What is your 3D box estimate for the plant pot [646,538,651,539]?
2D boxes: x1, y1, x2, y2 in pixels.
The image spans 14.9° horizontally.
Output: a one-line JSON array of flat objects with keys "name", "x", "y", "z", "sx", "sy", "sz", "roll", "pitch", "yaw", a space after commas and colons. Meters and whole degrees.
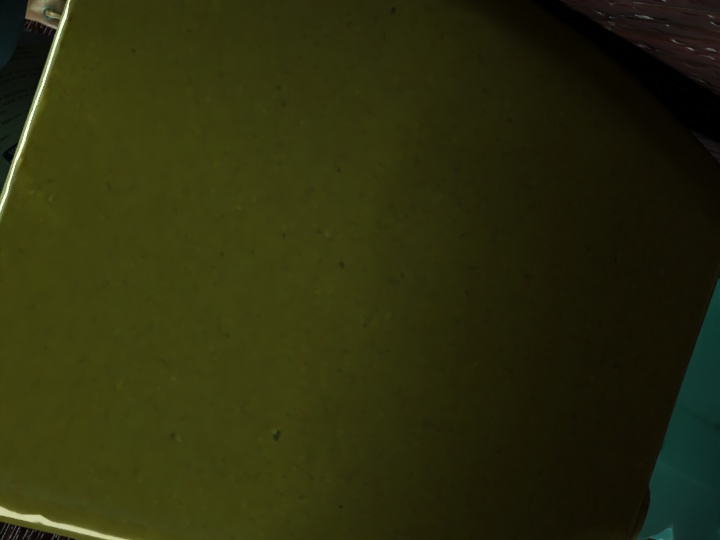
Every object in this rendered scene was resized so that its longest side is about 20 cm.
[{"name": "plant pot", "x": 0.063, "y": 0.035, "z": 1.385, "sx": 0.198, "sy": 0.182, "sz": 0.200, "roll": 28, "pitch": 180, "yaw": -14}]

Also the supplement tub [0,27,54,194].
[{"name": "supplement tub", "x": -0.134, "y": -0.011, "z": 1.151, "sx": 0.145, "sy": 0.145, "sz": 0.200, "roll": 28, "pitch": -169, "yaw": -45}]

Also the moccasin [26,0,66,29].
[{"name": "moccasin", "x": -0.066, "y": -0.093, "z": 1.302, "sx": 0.201, "sy": 0.078, "sz": 0.074, "roll": 28, "pitch": 180, "yaw": -19}]

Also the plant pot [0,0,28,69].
[{"name": "plant pot", "x": -0.206, "y": -0.123, "z": 1.071, "sx": 0.134, "sy": 0.202, "sz": 0.200, "roll": -4, "pitch": -165, "yaw": -25}]

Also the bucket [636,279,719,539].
[{"name": "bucket", "x": 0.129, "y": 0.045, "z": 1.198, "sx": 0.206, "sy": 0.135, "sz": 0.207, "roll": 27, "pitch": 180, "yaw": 0}]

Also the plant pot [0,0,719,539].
[{"name": "plant pot", "x": 0.000, "y": 0.000, "z": 0.825, "sx": 0.199, "sy": 0.196, "sz": 0.196, "roll": 19, "pitch": 180, "yaw": -2}]
